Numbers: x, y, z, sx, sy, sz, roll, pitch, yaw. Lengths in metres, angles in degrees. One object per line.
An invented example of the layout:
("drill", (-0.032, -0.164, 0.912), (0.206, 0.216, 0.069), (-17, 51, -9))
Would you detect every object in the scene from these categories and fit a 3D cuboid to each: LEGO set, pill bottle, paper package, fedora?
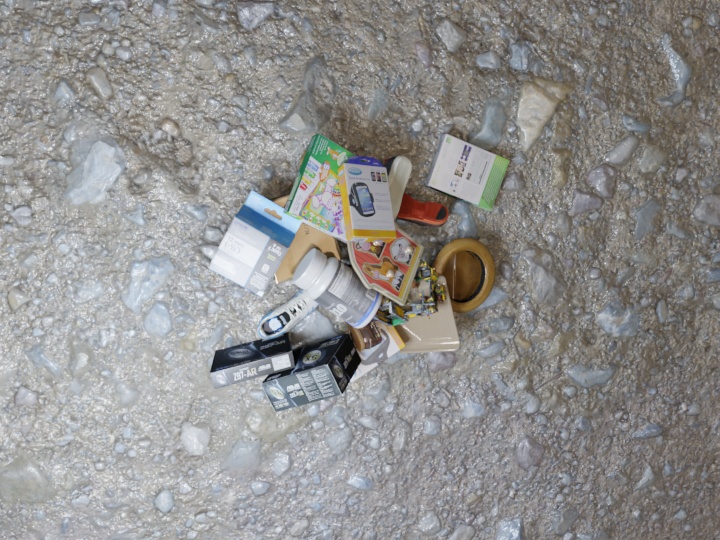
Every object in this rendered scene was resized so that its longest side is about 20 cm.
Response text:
("LEGO set", (0.104, 0.055, 1.308), (0.198, 0.116, 0.156), (-8, 68, 29))
("pill bottle", (-0.055, 0.041, 1.241), (0.199, 0.114, 0.114), (35, 91, -18))
("paper package", (-0.160, -0.095, 1.304), (0.188, 0.103, 0.203), (-19, 103, -6))
("fedora", (0.269, 0.010, 1.414), (0.198, 0.082, 0.204), (-2, 99, -11))

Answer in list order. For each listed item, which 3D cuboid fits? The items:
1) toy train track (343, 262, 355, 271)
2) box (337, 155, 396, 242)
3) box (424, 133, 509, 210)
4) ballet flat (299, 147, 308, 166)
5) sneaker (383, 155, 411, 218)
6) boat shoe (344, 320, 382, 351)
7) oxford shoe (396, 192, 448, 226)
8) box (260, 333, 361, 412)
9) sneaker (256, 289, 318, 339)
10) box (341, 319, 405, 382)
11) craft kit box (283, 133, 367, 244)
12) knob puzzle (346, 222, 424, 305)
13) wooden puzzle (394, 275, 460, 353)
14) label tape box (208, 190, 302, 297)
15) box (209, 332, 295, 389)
("toy train track", (0.000, 0.000, 1.355), (0.198, 0.114, 0.033), (-5, 106, -32))
("box", (0.014, -0.167, 1.218), (0.118, 0.041, 0.203), (0, 73, -30))
("box", (0.286, -0.261, 1.400), (0.198, 0.036, 0.146), (19, 95, -12))
("ballet flat", (-0.054, -0.260, 1.319), (0.198, 0.069, 0.064), (17, 80, -15))
("sneaker", (0.060, -0.195, 1.324), (0.075, 0.084, 0.202), (29, 84, -38))
("boat shoe", (-0.011, 0.112, 1.355), (0.070, 0.071, 0.202), (-18, 69, -22))
("oxford shoe", (0.129, -0.152, 1.370), (0.197, 0.073, 0.072), (18, 72, 7))
("box", (-0.119, 0.252, 1.298), (0.198, 0.164, 0.087), (-20, 103, 24))
("sneaker", (-0.179, 0.112, 1.349), (0.199, 0.072, 0.072), (-37, 102, -5))
("box", (0.007, 0.206, 1.395), (0.199, 0.041, 0.120), (-33, 87, -6))
("craft kit box", (-0.060, -0.187, 1.244), (0.196, 0.048, 0.202), (24, 81, -31))
("knob puzzle", (0.054, -0.043, 1.242), (0.217, 0.030, 0.223), (10, 67, -25))
("wooden puzzle", (0.164, 0.119, 1.395), (0.183, 0.037, 0.203), (-8, 101, 29))
("label tape box", (-0.242, -0.062, 1.212), (0.142, 0.066, 0.202), (29, 100, -8))
("box", (-0.267, 0.222, 1.303), (0.197, 0.160, 0.044), (-14, 103, -8))
